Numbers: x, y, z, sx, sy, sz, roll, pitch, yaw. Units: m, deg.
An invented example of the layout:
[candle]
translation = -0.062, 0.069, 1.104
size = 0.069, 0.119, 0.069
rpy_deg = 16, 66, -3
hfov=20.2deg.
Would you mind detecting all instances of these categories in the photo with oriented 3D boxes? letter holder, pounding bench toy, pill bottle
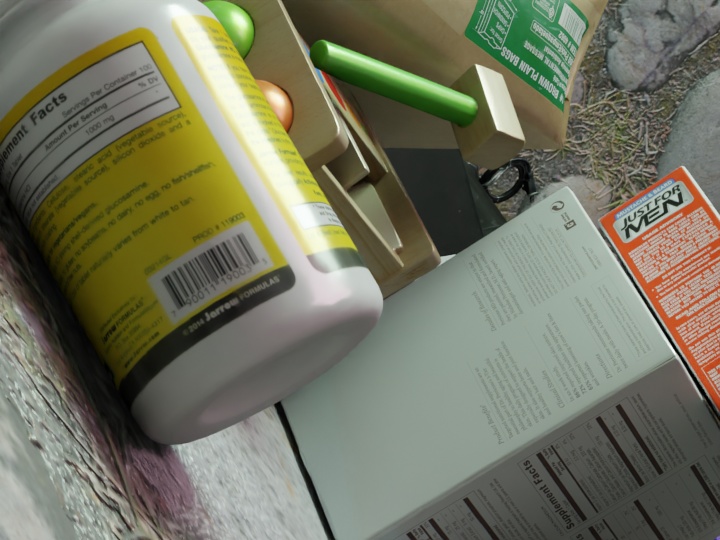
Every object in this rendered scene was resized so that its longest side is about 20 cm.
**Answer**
[letter holder]
translation = 0.000, 0.000, 1.334
size = 0.100, 0.142, 0.201
rpy_deg = -12, 86, -52
[pounding bench toy]
translation = -0.030, -0.070, 1.006
size = 0.124, 0.200, 0.156
rpy_deg = 64, 7, 33
[pill bottle]
translation = -0.085, -0.040, 0.828
size = 0.200, 0.112, 0.112
rpy_deg = 59, 6, 12

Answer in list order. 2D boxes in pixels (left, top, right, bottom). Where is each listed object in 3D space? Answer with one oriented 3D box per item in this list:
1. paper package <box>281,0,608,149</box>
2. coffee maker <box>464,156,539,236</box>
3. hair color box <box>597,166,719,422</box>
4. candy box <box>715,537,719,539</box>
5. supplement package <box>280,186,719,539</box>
[paper package]
translation = 0.005, -0.153, 1.138
size = 0.190, 0.104, 0.200
rpy_deg = 6, -18, 48
[coffee maker]
translation = 0.094, 0.007, 1.589
size = 0.200, 0.192, 0.135
rpy_deg = 54, -4, 40
[hair color box]
translation = 0.210, 0.047, 1.105
size = 0.111, 0.064, 0.200
rpy_deg = 52, 10, -39
[candy box]
translation = 0.166, 0.171, 1.315
size = 0.200, 0.169, 0.077
rpy_deg = 43, 41, -15
[supplement package]
translation = 0.085, 0.093, 1.118
size = 0.151, 0.200, 0.152
rpy_deg = 53, 7, -42
